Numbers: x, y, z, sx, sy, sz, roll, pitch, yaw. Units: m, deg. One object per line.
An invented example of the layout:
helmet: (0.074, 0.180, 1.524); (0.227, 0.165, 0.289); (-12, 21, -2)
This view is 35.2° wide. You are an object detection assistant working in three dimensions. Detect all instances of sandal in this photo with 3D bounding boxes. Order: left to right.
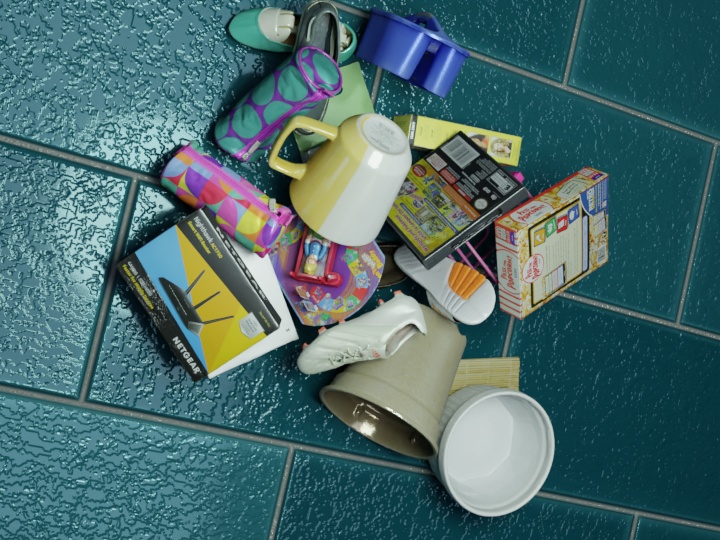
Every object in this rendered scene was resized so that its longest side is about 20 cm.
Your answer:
sandal: (0.129, 0.025, 1.693); (0.079, 0.206, 0.060); (-34, 135, -16)

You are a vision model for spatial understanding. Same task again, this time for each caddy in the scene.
caddy: (0.079, -0.337, 1.696); (0.140, 0.200, 0.106); (22, 99, -26)

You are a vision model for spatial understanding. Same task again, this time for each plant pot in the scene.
plant pot: (0.065, 0.155, 1.722); (0.200, 0.200, 0.185); (37, 67, -19)

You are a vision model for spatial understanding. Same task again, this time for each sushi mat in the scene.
sushi mat: (0.174, 0.192, 1.848); (0.198, 0.012, 0.097); (-1, 94, -22)

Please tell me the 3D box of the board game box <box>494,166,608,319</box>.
board game box: (0.283, -0.041, 1.651); (0.199, 0.046, 0.153); (-29, 128, -31)

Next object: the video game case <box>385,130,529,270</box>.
video game case: (0.124, -0.107, 1.663); (0.180, 0.200, 0.026); (-36, 129, -2)

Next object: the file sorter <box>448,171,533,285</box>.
file sorter: (0.179, -0.059, 1.742); (0.139, 0.200, 0.126); (-44, 110, -15)

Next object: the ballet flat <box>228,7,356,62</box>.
ballet flat: (-0.094, -0.359, 1.684); (0.198, 0.070, 0.068); (7, 76, -22)

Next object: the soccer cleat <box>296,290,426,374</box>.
soccer cleat: (0.001, 0.104, 1.633); (0.199, 0.069, 0.078); (-29, 61, 2)

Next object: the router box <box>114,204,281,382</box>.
router box: (-0.225, 0.032, 1.587); (0.148, 0.051, 0.201); (-33, 100, 7)

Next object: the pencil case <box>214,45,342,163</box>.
pencil case: (-0.118, -0.233, 1.617); (0.085, 0.199, 0.093); (22, 45, -39)

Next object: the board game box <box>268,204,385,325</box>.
board game box: (-0.061, -0.024, 1.659); (0.157, 0.039, 0.201); (-36, 69, 8)

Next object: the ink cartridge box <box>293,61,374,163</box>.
ink cartridge box: (-0.025, -0.203, 1.734); (0.144, 0.048, 0.202); (-22, 102, -19)

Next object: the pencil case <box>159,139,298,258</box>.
pencil case: (-0.188, -0.103, 1.614); (0.199, 0.088, 0.089); (33, 79, 6)

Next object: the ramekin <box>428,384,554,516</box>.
ramekin: (0.198, 0.278, 1.803); (0.198, 0.105, 0.203); (-3, 99, -22)

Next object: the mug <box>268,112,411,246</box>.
mug: (-0.017, -0.139, 1.596); (0.185, 0.153, 0.150); (-3, 54, -38)

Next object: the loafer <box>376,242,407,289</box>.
loafer: (0.000, 0.000, 1.737); (0.198, 0.071, 0.074); (-8, 95, -22)

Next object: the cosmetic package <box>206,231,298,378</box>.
cosmetic package: (-0.195, 0.036, 1.670); (0.150, 0.052, 0.202); (-22, 100, -18)

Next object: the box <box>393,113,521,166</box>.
box: (0.151, -0.205, 1.792); (0.198, 0.075, 0.051); (8, 91, -23)

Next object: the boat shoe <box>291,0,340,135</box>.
boat shoe: (-0.067, -0.290, 1.645); (0.072, 0.062, 0.202); (4, 109, -20)
